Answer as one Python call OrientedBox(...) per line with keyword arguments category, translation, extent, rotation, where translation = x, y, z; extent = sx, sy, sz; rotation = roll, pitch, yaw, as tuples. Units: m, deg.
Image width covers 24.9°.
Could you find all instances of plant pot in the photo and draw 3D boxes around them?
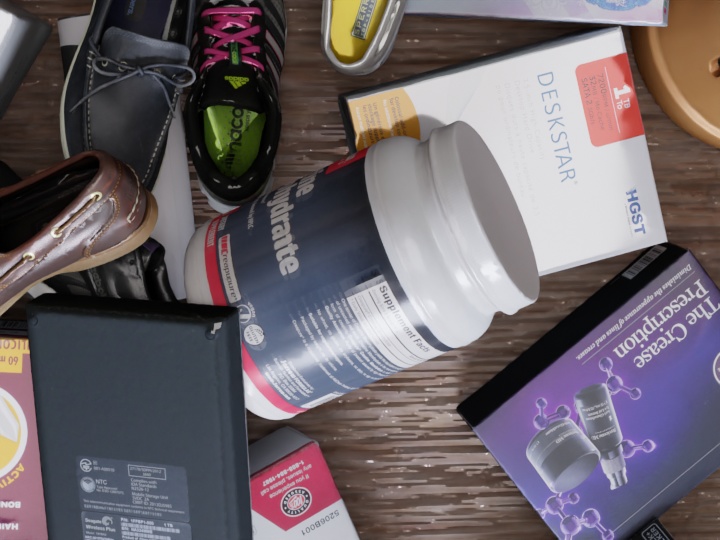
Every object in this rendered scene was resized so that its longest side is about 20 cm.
OrientedBox(category="plant pot", translation=(0.298, -0.179, 1.130), extent=(0.198, 0.140, 0.202), rotation=(0, 95, -4))

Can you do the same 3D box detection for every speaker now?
OrientedBox(category="speaker", translation=(-0.158, -0.076, 1.130), extent=(0.080, 0.081, 0.202), rotation=(-6, 97, -4))

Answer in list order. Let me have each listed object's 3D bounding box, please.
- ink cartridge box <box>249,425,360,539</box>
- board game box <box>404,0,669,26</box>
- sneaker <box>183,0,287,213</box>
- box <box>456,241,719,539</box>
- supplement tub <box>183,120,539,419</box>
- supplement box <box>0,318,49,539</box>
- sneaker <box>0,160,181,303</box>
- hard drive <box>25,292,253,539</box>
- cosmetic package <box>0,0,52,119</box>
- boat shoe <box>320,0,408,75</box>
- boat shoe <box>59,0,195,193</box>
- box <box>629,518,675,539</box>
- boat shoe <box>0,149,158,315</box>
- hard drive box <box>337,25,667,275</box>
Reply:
OrientedBox(category="ink cartridge box", translation=(-0.062, 0.235, 1.146), extent=(0.144, 0.083, 0.202), rotation=(-27, 102, -18))
OrientedBox(category="board game box", translation=(0.118, -0.273, 1.122), extent=(0.198, 0.043, 0.201), rotation=(5, 95, 15))
OrientedBox(category="sneaker", translation=(-0.086, -0.137, 1.125), extent=(0.073, 0.087, 0.202), rotation=(0, 96, -5))
OrientedBox(category="box", translation=(0.192, 0.097, 1.182), extent=(0.200, 0.079, 0.141), rotation=(-40, 100, 0))
OrientedBox(category="supplement tub", translation=(0.000, 0.000, 1.049), extent=(0.199, 0.140, 0.141), rotation=(-24, 98, 18))
OrientedBox(category="supplement box", translation=(-0.255, 0.136, 1.105), extent=(0.109, 0.086, 0.202), rotation=(3, 96, -6))
OrientedBox(category="sneaker", translation=(-0.173, -0.009, 1.070), extent=(0.087, 0.076, 0.200), rotation=(-40, 89, 18))
OrientedBox(category="hard drive", translation=(-0.138, 0.117, 1.029), extent=(0.138, 0.033, 0.202), rotation=(4, 107, 20))
OrientedBox(category="cosmetic package", translation=(-0.316, -0.128, 1.049), extent=(0.165, 0.200, 0.168), rotation=(29, 94, -7))
OrientedBox(category="boat shoe", translation=(0.009, -0.229, 1.083), extent=(0.074, 0.086, 0.204), rotation=(17, 100, 3))
OrientedBox(category="boat shoe", translation=(-0.145, -0.133, 1.048), extent=(0.074, 0.062, 0.202), rotation=(14, 81, -24))
OrientedBox(category="box", translation=(0.166, 0.281, 1.175), extent=(0.199, 0.060, 0.117), rotation=(-38, 142, -1))
OrientedBox(category="boat shoe", translation=(-0.224, -0.017, 1.001), extent=(0.199, 0.070, 0.071), rotation=(-28, 61, 9))
OrientedBox(category="hard drive box", translation=(0.098, -0.073, 1.155), extent=(0.198, 0.077, 0.157), rotation=(-16, 98, -4))
